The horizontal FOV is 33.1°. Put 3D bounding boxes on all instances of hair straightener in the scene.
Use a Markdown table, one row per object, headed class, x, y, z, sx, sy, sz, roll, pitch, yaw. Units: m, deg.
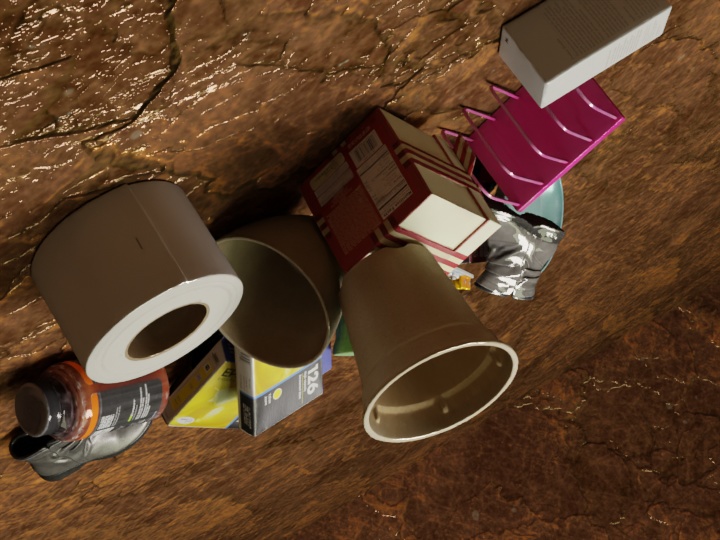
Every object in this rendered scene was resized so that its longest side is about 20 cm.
| class | x | y | z | sx | sy | sz | roll | pitch | yaw |
| --- | --- | --- | --- | --- | --- | --- | --- | --- | --- |
| hair straightener | 0.215 | -0.145 | 1.934 | 0.077 | 0.041 | 0.200 | -20 | 155 | -38 |

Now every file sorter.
| class | x | y | z | sx | sy | sz | roll | pitch | yaw |
| --- | --- | --- | --- | --- | --- | --- | --- | --- | --- |
| file sorter | 0.232 | -0.203 | 1.677 | 0.200 | 0.139 | 0.125 | -43 | 157 | 22 |

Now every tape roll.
| class | x | y | z | sx | sy | sz | roll | pitch | yaw |
| --- | --- | --- | --- | --- | --- | --- | --- | --- | --- |
| tape roll | -0.252 | 0.015 | 1.374 | 0.202 | 0.140 | 0.203 | -31 | 162 | -11 |

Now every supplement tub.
| class | x | y | z | sx | sy | sz | roll | pitch | yaw |
| --- | --- | --- | --- | --- | --- | --- | --- | --- | --- |
| supplement tub | -0.359 | 0.167 | 1.614 | 0.199 | 0.107 | 0.107 | -8 | 148 | -52 |

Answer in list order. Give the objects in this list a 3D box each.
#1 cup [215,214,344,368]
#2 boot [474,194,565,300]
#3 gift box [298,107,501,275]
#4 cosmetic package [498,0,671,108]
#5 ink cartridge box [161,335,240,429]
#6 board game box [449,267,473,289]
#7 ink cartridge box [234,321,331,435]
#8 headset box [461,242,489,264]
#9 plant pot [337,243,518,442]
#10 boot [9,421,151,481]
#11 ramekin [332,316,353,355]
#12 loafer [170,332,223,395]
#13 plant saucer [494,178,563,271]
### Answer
| class | x | y | z | sx | sy | sz | roll | pitch | yaw |
| --- | --- | --- | --- | --- | --- | --- | --- | --- | --- |
| cup | -0.094 | 0.006 | 1.591 | 0.143 | 0.200 | 0.201 | -50 | 177 | -45 |
| boot | 0.196 | -0.029 | 1.762 | 0.199 | 0.070 | 0.132 | 20 | 107 | -22 |
| gift box | 0.056 | -0.095 | 1.581 | 0.184 | 0.201 | 0.186 | -38 | 146 | 24 |
| cosmetic package | 0.289 | -0.310 | 1.567 | 0.199 | 0.102 | 0.071 | -31 | 161 | -9 |
| ink cartridge box | -0.170 | 0.161 | 1.818 | 0.200 | 0.047 | 0.197 | -45 | 148 | 22 |
| board game box | 0.060 | 0.013 | 1.889 | 0.199 | 0.026 | 0.200 | -2 | 174 | 18 |
| ink cartridge box | -0.099 | 0.114 | 1.767 | 0.199 | 0.047 | 0.199 | -29 | 131 | -38 |
| headset box | 0.141 | -0.048 | 1.886 | 0.148 | 0.078 | 0.200 | -3 | -178 | 32 |
| plant pot | 0.063 | 0.078 | 1.478 | 0.199 | 0.184 | 0.201 | -18 | 146 | -12 |
| boot | -0.397 | 0.233 | 1.752 | 0.199 | 0.070 | 0.132 | -34 | 158 | -12 |
| ramekin | 0.054 | 0.075 | 1.844 | 0.198 | 0.098 | 0.200 | -3 | 174 | 0 |
| loafer | -0.241 | 0.150 | 1.849 | 0.200 | 0.073 | 0.071 | -48 | 148 | 22 |
| plant saucer | 0.254 | -0.088 | 1.877 | 0.036 | 0.202 | 0.199 | 7 | -171 | 36 |
